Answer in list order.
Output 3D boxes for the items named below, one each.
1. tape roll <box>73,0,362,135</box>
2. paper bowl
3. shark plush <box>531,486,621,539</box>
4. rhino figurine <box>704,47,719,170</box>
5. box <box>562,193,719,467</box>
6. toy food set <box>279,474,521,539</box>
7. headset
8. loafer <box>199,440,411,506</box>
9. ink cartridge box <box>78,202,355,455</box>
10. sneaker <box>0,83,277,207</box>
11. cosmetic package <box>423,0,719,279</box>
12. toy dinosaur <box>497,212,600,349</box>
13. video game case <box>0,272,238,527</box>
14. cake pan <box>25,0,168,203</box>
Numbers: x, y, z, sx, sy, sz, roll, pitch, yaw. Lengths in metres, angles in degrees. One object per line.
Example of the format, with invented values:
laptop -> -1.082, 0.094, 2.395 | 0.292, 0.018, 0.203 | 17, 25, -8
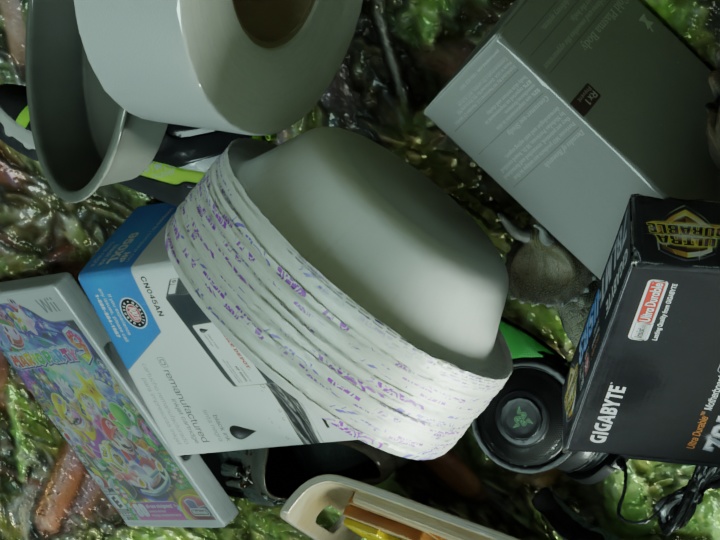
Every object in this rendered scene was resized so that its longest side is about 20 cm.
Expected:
tape roll -> -0.071, -0.175, 1.591 | 0.071, 0.203, 0.203 | 9, 128, 28
paper bowl -> 0.000, 0.000, 1.611 | 0.200, 0.201, 0.104 | 39, 105, 1
shark plush -> 0.178, 0.218, 1.837 | 0.200, 0.091, 0.083 | 31, 166, 2
rhino figurine -> 0.268, -0.051, 1.538 | 0.199, 0.088, 0.060 | 26, 140, 0
box -> 0.218, 0.039, 1.542 | 0.198, 0.050, 0.200 | 4, 147, -6
toy food set -> 0.058, 0.191, 1.843 | 0.199, 0.061, 0.144 | 18, 170, 21
headset -> 0.125, 0.076, 1.705 | 0.200, 0.123, 0.094 | 46, 108, 32
loafer -> -0.042, 0.117, 1.902 | 0.200, 0.063, 0.072 | -15, 115, 41
ink cartridge box -> -0.052, 0.029, 1.824 | 0.199, 0.084, 0.145 | -8, 120, 37
sneaker -> -0.137, -0.098, 1.810 | 0.199, 0.072, 0.083 | 18, 106, 22
cosmetic package -> 0.146, -0.065, 1.599 | 0.200, 0.107, 0.090 | 40, 137, -3
toy dinosaur -> 0.148, 0.026, 1.673 | 0.200, 0.102, 0.077 | 51, 136, -10
video game case -> -0.174, 0.089, 1.975 | 0.200, 0.018, 0.143 | 56, 152, -16
cake pan -> -0.147, -0.138, 1.705 | 0.037, 0.201, 0.200 | 2, 142, -24
